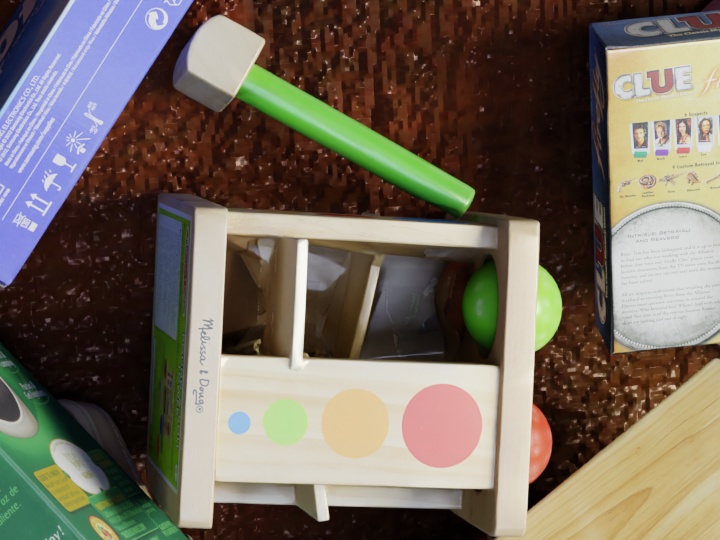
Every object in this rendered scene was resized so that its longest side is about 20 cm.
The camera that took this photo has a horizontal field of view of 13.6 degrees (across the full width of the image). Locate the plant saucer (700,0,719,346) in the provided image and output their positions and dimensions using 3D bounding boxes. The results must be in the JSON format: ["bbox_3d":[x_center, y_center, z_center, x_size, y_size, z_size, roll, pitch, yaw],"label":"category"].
[{"bbox_3d":[0.217,-0.041,1.285,0.200,0.051,0.201,-3,112,-8],"label":"plant saucer"}]

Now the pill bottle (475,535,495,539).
[{"bbox_3d":[0.121,0.152,1.315,0.199,0.113,0.113,-20,113,0],"label":"pill bottle"}]

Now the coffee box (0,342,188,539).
[{"bbox_3d":[-0.154,0.065,1.193,0.044,0.123,0.200,-45,86,8],"label":"coffee box"}]

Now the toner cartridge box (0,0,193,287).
[{"bbox_3d":[-0.106,-0.099,1.189,0.043,0.095,0.200,30,104,-18],"label":"toner cartridge box"}]

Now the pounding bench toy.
[{"bbox_3d":[0.000,0.000,1.225,0.155,0.124,0.201,2,93,-10],"label":"pounding bench toy"}]

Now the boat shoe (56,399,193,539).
[{"bbox_3d":[-0.095,0.144,1.310,0.064,0.071,0.201,-25,109,-36],"label":"boat shoe"}]

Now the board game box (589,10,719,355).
[{"bbox_3d":[0.195,-0.043,1.235,0.199,0.035,0.136,-5,113,-6],"label":"board game box"}]

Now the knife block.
[{"bbox_3d":[0.069,0.136,1.232,0.175,0.064,0.201,3,69,8],"label":"knife block"}]
